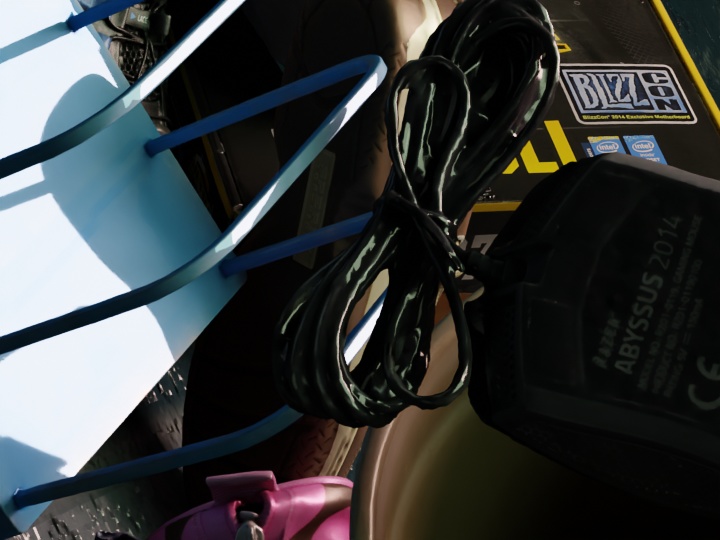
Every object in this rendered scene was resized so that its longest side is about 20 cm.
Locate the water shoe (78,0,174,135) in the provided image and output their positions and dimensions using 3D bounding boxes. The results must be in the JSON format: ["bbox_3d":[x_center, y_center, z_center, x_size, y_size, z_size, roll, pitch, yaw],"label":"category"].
[{"bbox_3d":[-0.091,-0.101,0.924,0.071,0.079,0.201,10,57,-68],"label":"water shoe"}]

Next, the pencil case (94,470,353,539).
[{"bbox_3d":[-0.012,0.160,0.788,0.094,0.090,0.201,104,-30,-60],"label":"pencil case"}]

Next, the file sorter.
[{"bbox_3d":[-0.081,-0.055,0.758,0.201,0.122,0.139,58,40,-16],"label":"file sorter"}]

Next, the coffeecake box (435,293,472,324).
[{"bbox_3d":[0.030,-0.063,1.085,0.201,0.152,0.073,-96,-162,-46],"label":"coffeecake box"}]

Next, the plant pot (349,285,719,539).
[{"bbox_3d":[0.098,0.117,0.779,0.174,0.199,0.201,86,-5,-51],"label":"plant pot"}]

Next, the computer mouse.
[{"bbox_3d":[0.089,0.015,0.713,0.053,0.199,0.139,80,33,-61],"label":"computer mouse"}]

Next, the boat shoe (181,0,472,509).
[{"bbox_3d":[0.004,0.003,0.881,0.075,0.203,0.075,-1,28,-42],"label":"boat shoe"}]

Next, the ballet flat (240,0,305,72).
[{"bbox_3d":[-0.038,-0.138,0.969,0.200,0.073,0.073,50,8,33],"label":"ballet flat"}]

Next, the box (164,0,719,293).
[{"bbox_3d":[0.025,-0.063,0.993,0.050,0.199,0.160,107,-26,-43],"label":"box"}]
